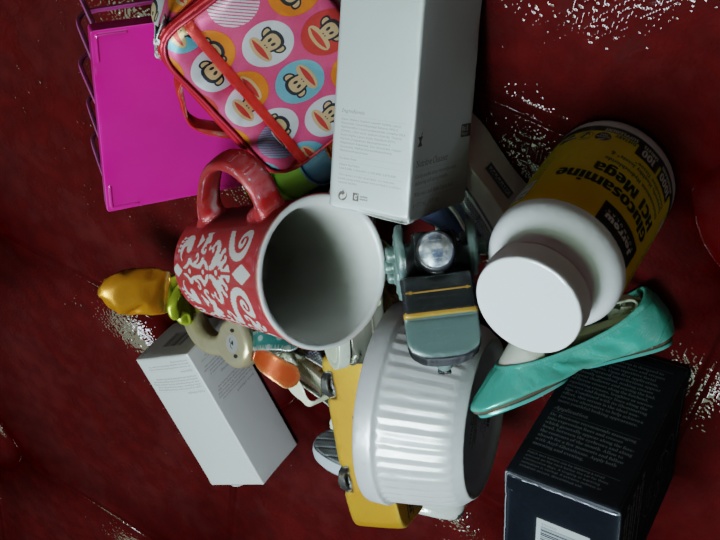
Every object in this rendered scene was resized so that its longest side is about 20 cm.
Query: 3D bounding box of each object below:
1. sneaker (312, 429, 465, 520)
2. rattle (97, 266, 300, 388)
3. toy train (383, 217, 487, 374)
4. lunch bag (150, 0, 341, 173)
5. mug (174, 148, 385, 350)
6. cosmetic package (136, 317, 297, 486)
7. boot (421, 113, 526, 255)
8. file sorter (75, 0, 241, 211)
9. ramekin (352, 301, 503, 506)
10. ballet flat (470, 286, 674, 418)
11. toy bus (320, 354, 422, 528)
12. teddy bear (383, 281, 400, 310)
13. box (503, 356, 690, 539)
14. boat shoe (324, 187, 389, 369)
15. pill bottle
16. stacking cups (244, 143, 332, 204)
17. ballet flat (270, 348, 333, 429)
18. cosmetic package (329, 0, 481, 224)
[{"bbox_3d":[0.032,0.246,1.262,0.198,0.073,0.072,16,127,26],"label":"sneaker"},{"bbox_3d":[-0.171,0.058,1.187,0.130,0.142,0.201,-49,58,19],"label":"rattle"},{"bbox_3d":[0.064,0.026,0.906,0.084,0.116,0.200,-5,170,2],"label":"toy train"},{"bbox_3d":[-0.083,-0.182,0.921,0.175,0.082,0.200,-34,136,10],"label":"lunch bag"},{"bbox_3d":[-0.087,-0.025,1.005,0.199,0.132,0.180,4,101,56],"label":"mug"},{"bbox_3d":[-0.179,0.166,1.346,0.107,0.085,0.202,-8,118,40],"label":"cosmetic package"},{"bbox_3d":[0.111,-0.048,0.986,0.090,0.073,0.201,-30,93,47],"label":"boot"},{"bbox_3d":[-0.195,-0.184,1.029,0.201,0.137,0.126,97,152,-44],"label":"file sorter"},{"bbox_3d":[0.075,0.137,1.064,0.104,0.201,0.202,6,126,21],"label":"ramekin"},{"bbox_3d":[0.183,0.065,0.972,0.198,0.067,0.071,-22,98,4],"label":"ballet flat"},{"bbox_3d":[0.014,0.177,1.162,0.064,0.078,0.203,-3,104,30],"label":"toy bus"},{"bbox_3d":[-0.047,0.006,1.140,0.200,0.067,0.145,41,134,1],"label":"teddy bear"},{"bbox_3d":[0.217,0.189,0.990,0.106,0.200,0.150,16,130,26],"label":"box"},{"bbox_3d":[-0.001,-0.001,1.056,0.072,0.060,0.204,-134,42,-60],"label":"boat shoe"},{"bbox_3d":[0.171,-0.027,0.857,0.111,0.200,0.113,19,132,22],"label":"pill bottle"},{"bbox_3d":[-0.030,-0.118,1.048,0.199,0.061,0.061,-25,106,39],"label":"stacking cups"},{"bbox_3d":[-0.029,0.144,1.232,0.200,0.072,0.072,40,137,4],"label":"ballet flat"},{"bbox_3d":[0.038,-0.152,0.880,0.080,0.113,0.203,14,110,28],"label":"cosmetic package"}]
